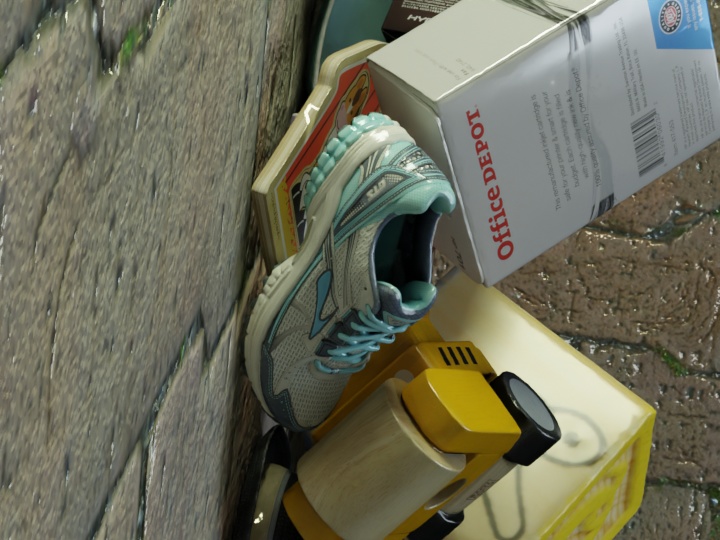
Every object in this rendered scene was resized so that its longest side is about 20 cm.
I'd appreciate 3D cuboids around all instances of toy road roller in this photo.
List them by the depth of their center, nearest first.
[{"bbox_3d":[0.019,0.087,1.322,0.123,0.146,0.200,-42,161,18],"label":"toy road roller"}]

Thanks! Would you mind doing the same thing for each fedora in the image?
[{"bbox_3d":[-0.033,0.195,1.363,0.201,0.091,0.202,7,90,-86],"label":"fedora"}]

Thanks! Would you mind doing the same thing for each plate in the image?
[{"bbox_3d":[0.002,-0.149,1.428,0.200,0.025,0.202,15,90,-69],"label":"plate"}]

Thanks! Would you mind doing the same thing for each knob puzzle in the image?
[{"bbox_3d":[0.001,-0.053,1.300,0.219,0.030,0.221,15,90,-69],"label":"knob puzzle"}]

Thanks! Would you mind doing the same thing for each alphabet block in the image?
[{"bbox_3d":[0.093,0.153,1.657,0.195,0.200,0.197,-44,158,-17],"label":"alphabet block"}]

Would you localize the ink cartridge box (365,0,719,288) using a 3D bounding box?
[{"bbox_3d":[0.119,-0.107,1.297,0.086,0.199,0.147,41,-24,47],"label":"ink cartridge box"}]

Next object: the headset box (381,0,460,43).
[{"bbox_3d":[0.098,-0.205,1.493,0.201,0.075,0.149,-68,156,-21],"label":"headset box"}]

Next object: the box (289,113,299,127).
[{"bbox_3d":[0.008,-0.085,1.395,0.200,0.038,0.042,-16,117,-67],"label":"box"}]

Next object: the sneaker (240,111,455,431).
[{"bbox_3d":[-0.005,0.016,1.210,0.077,0.086,0.201,-9,126,-43],"label":"sneaker"}]

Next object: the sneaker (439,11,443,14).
[{"bbox_3d":[0.078,-0.083,1.401,0.201,0.070,0.073,88,22,-51],"label":"sneaker"}]
